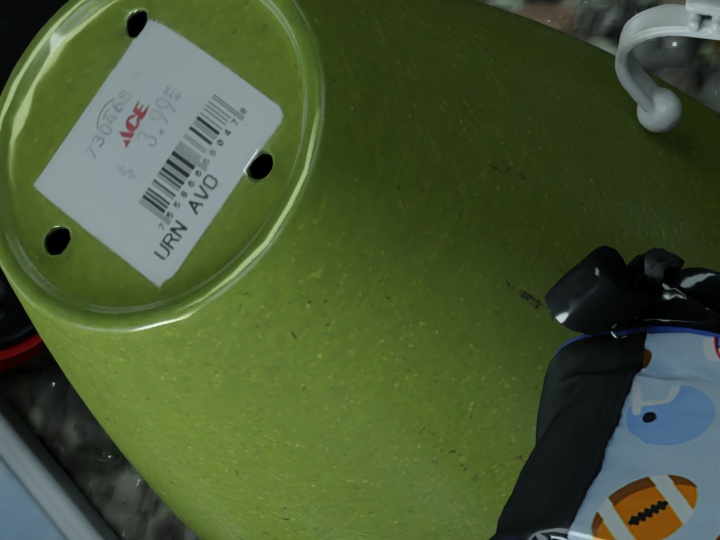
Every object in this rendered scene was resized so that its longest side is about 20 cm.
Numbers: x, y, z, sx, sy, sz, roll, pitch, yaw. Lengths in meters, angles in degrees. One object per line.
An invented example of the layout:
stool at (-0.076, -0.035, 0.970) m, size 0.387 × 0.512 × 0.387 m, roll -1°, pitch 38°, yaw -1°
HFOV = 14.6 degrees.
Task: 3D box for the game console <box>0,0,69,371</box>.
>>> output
game console at (-0.123, -0.089, 0.797) m, size 0.177 × 0.031 × 0.200 m, roll 32°, pitch 77°, yaw -10°

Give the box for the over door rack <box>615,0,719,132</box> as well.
over door rack at (0.173, -0.092, 0.712) m, size 0.199 × 0.067 × 0.148 m, roll 0°, pitch 50°, yaw 17°

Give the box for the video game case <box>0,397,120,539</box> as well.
video game case at (-0.119, 0.162, 0.830) m, size 0.182 × 0.022 × 0.200 m, roll -48°, pitch 56°, yaw 6°

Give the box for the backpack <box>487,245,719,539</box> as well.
backpack at (0.121, 0.112, 0.609) m, size 0.190 × 0.200 × 0.154 m, roll 4°, pitch 45°, yaw 13°

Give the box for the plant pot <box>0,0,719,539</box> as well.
plant pot at (0.000, 0.000, 0.715) m, size 0.187 × 0.200 × 0.188 m, roll -11°, pitch 67°, yaw 26°
